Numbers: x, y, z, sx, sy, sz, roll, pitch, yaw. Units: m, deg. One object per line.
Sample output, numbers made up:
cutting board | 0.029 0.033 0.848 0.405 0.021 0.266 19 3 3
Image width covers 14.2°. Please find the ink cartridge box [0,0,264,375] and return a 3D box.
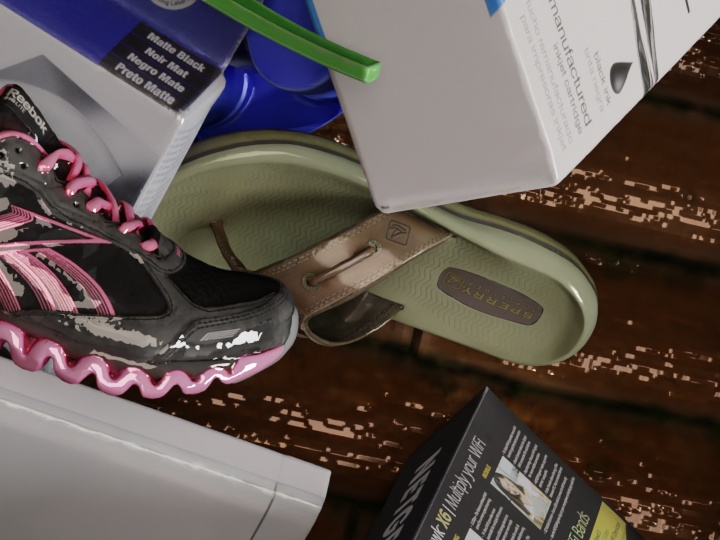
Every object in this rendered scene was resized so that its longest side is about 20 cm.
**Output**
ink cartridge box | -0.160 -0.076 1.097 0.199 0.041 0.201 31 109 6

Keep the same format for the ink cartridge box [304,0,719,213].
ink cartridge box | 0.060 -0.132 1.096 0.084 0.200 0.147 -8 112 33

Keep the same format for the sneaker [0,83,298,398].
sneaker | -0.115 -0.015 1.039 0.199 0.079 0.096 12 102 -8

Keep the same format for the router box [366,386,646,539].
router box | 0.067 0.152 1.109 0.157 0.200 0.052 45 116 -5

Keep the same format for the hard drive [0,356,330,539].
hard drive | -0.125 0.085 1.117 0.199 0.132 0.027 20 51 -8

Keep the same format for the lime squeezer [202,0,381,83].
lime squeezer | -0.068 -0.135 1.045 0.070 0.038 0.201 -36 82 22

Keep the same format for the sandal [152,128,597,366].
sandal | 0.001 0.000 1.152 0.200 0.080 0.058 17 49 -9

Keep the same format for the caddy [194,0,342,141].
caddy | -0.059 -0.146 1.141 0.140 0.105 0.201 -11 96 13
